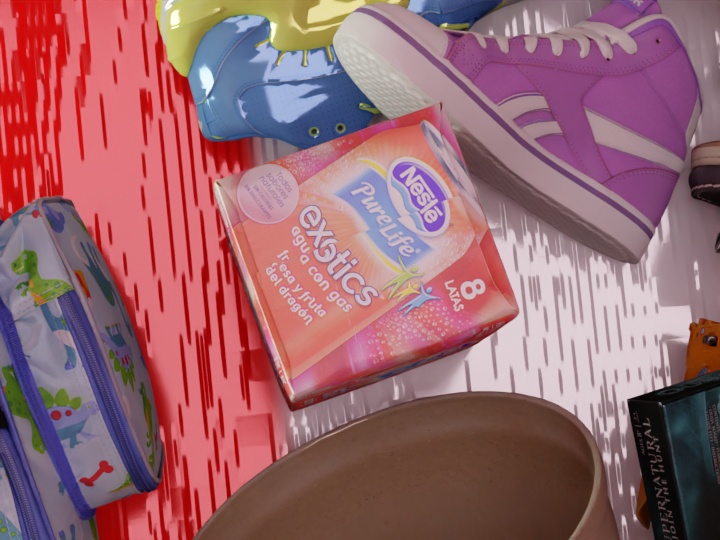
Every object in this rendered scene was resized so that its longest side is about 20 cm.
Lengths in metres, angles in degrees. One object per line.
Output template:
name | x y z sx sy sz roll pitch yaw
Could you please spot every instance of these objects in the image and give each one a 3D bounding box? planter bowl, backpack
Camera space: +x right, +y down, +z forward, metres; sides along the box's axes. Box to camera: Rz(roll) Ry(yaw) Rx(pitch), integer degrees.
planter bowl | 0.032 0.165 0.950 0.200 0.200 0.135 -25 115 -4
backpack | -0.165 0.063 0.939 0.147 0.183 0.200 -15 92 -2

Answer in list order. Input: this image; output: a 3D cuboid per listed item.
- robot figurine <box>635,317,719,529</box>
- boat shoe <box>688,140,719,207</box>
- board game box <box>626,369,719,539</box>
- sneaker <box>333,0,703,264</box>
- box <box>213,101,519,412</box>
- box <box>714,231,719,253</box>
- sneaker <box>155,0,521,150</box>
robot figurine | 0.184 0.130 1.000 0.145 0.058 0.200 14 86 -24
boat shoe | 0.248 -0.009 1.016 0.200 0.072 0.065 18 85 -4
board game box | 0.198 0.136 0.958 0.135 0.028 0.200 -15 98 -26
sneaker | 0.080 -0.096 0.986 0.200 0.073 0.114 31 85 -37
box | 0.000 0.000 0.940 0.102 0.200 0.095 -20 86 -5
box | 0.267 -0.071 0.940 0.160 0.049 0.200 22 107 7
sneaker | 0.006 -0.106 1.020 0.200 0.076 0.105 -7 103 -1
